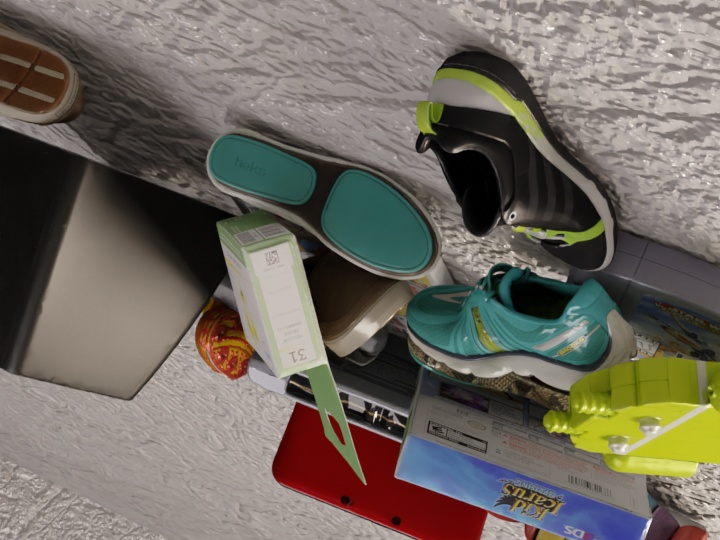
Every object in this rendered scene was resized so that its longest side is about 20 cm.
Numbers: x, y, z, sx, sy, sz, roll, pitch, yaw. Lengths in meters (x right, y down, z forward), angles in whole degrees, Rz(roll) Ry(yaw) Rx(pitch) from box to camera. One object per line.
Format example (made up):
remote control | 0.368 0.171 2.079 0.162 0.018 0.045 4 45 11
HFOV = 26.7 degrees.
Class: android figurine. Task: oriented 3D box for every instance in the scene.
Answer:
android figurine | 0.221 0.098 1.007 0.198 0.042 0.182 6 158 -18

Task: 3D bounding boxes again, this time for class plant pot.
plant pot | -0.242 -0.004 1.246 0.199 0.179 0.199 18 179 41

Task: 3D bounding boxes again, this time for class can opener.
can opener | -0.065 0.021 1.332 0.198 0.053 0.067 25 127 7

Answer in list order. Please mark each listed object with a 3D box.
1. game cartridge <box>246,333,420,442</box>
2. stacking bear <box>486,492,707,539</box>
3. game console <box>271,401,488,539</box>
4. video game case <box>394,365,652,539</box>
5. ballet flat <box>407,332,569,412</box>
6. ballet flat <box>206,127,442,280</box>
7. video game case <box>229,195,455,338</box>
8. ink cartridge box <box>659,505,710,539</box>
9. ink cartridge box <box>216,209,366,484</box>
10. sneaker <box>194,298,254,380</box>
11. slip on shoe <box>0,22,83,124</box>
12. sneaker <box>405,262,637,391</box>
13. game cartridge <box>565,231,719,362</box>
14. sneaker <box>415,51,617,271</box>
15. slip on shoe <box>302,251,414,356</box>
game cartridge | 0.004 0.093 1.360 0.198 0.134 0.041 22 118 1
stacking bear | 0.188 0.217 1.315 0.199 0.122 0.113 33 -158 18
game console | 0.029 0.168 1.426 0.198 0.120 0.172 22 179 0
video game case | 0.134 0.145 1.242 0.198 0.046 0.181 20 -159 1
ballet flat | 0.139 0.070 1.226 0.198 0.068 0.075 24 136 -11
ballet flat | -0.022 -0.052 1.142 0.199 0.070 0.070 25 160 16
video game case | 0.000 0.000 1.280 0.181 0.023 0.200 16 157 28
ink cartridge box | 0.224 0.308 1.429 0.144 0.202 0.145 23 179 11
ink cartridge box | -0.056 0.061 1.179 0.145 0.047 0.202 -144 40 -74
sneaker | -0.124 0.055 1.417 0.076 0.074 0.200 22 -177 10
slip on shoe | -0.305 -0.169 1.186 0.198 0.077 0.061 21 176 8
sneaker | 0.108 0.027 1.078 0.199 0.078 0.080 4 133 46
game cartridge | 0.237 0.039 1.053 0.198 0.042 0.133 25 164 9
sneaker | 0.089 -0.049 0.949 0.071 0.083 0.200 5 148 46
slip on shoe | -0.014 0.017 1.183 0.061 0.076 0.200 49 175 -9
